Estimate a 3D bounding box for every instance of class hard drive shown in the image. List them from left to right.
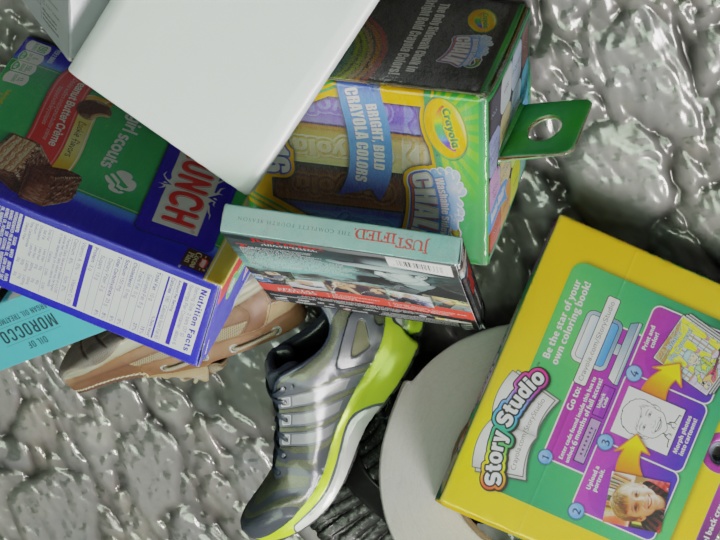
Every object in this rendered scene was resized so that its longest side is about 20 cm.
[{"bbox_3d":[-0.064,-0.163,1.464,0.132,0.026,0.200,35,107,1],"label":"hard drive"}]

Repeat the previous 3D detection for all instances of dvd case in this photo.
[{"bbox_3d":[0.000,0.000,1.549,0.146,0.022,0.200,8,170,9],"label":"dvd case"}]

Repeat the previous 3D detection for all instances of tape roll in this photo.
[{"bbox_3d":[0.111,0.134,1.648,0.202,0.037,0.203,0,84,-1],"label":"tape roll"}]

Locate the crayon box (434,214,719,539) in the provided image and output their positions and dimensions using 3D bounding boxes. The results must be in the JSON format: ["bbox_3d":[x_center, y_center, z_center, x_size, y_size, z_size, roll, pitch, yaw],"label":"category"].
[{"bbox_3d":[0.165,0.091,1.605,0.172,0.058,0.200,23,86,3],"label":"crayon box"}]

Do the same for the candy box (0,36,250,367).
[{"bbox_3d":[-0.160,-0.048,1.615,0.200,0.169,0.077,22,130,2],"label":"candy box"}]

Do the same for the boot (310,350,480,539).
[{"bbox_3d":[0.076,0.167,1.740,0.211,0.079,0.158,38,121,3],"label":"boot"}]

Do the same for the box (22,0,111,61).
[{"bbox_3d":[-0.187,-0.250,1.504,0.041,0.156,0.200,-13,129,-24],"label":"box"}]

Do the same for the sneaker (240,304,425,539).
[{"bbox_3d":[-0.037,0.093,1.701,0.081,0.074,0.200,24,104,-19],"label":"sneaker"}]

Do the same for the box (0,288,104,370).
[{"bbox_3d":[-0.208,0.014,1.728,0.200,0.082,0.049,-20,114,28],"label":"box"}]

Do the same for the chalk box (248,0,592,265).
[{"bbox_3d":[0.040,-0.090,1.549,0.199,0.125,0.124,9,125,14],"label":"chalk box"}]

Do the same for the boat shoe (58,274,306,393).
[{"bbox_3d":[-0.123,0.047,1.730,0.200,0.076,0.072,-24,116,32],"label":"boat shoe"}]
